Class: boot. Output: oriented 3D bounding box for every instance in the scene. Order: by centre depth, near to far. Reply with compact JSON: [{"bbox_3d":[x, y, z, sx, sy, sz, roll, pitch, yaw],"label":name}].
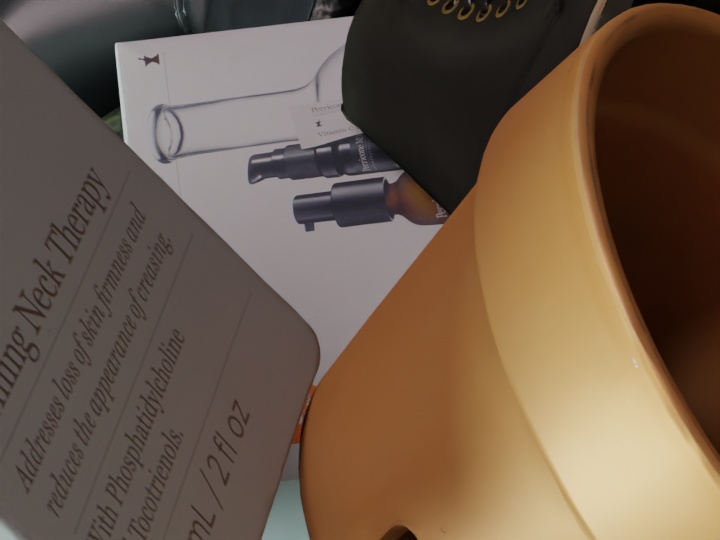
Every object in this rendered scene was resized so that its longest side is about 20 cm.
[{"bbox_3d":[0.053,-0.084,0.836,0.138,0.077,0.200,48,132,35],"label":"boot"},{"bbox_3d":[-0.064,-0.099,1.111,0.200,0.076,0.168,-45,41,-10],"label":"boot"}]

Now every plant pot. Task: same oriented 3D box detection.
[{"bbox_3d":[0.078,0.050,0.740,0.140,0.200,0.201,-37,43,32],"label":"plant pot"}]

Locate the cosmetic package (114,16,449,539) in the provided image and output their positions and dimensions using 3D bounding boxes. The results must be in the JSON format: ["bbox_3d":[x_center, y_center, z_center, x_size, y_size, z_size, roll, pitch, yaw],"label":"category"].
[{"bbox_3d":[0.000,0.000,0.926,0.150,0.052,0.200,-8,50,-2],"label":"cosmetic package"}]

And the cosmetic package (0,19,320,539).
[{"bbox_3d":[-0.145,0.037,0.714,0.166,0.200,0.168,-35,20,27],"label":"cosmetic package"}]
